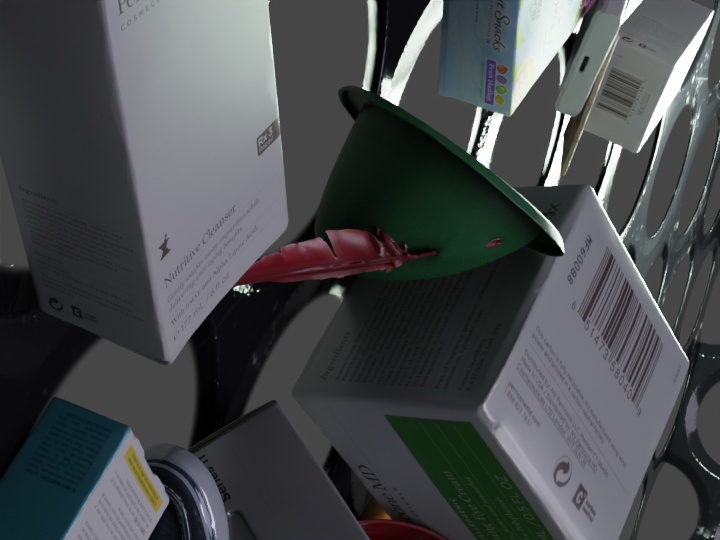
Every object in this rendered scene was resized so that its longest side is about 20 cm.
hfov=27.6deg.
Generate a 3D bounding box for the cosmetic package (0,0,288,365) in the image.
[{"bbox_3d":[-0.097,-0.074,0.642,0.113,0.081,0.201,-52,153,-37],"label":"cosmetic package"}]

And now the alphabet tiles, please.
[{"bbox_3d":[0.223,-0.199,1.352,0.167,0.007,0.201,-63,172,-70],"label":"alphabet tiles"}]

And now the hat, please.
[{"bbox_3d":[0.000,0.000,0.910,0.177,0.199,0.166,-55,-164,-4],"label":"hat"}]

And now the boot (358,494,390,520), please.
[{"bbox_3d":[0.043,0.181,1.223,0.144,0.070,0.203,-26,135,-63],"label":"boot"}]

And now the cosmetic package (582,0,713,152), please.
[{"bbox_3d":[0.291,-0.208,1.494,0.200,0.071,0.102,-48,160,-55],"label":"cosmetic package"}]

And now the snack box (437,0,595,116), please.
[{"bbox_3d":[0.129,-0.240,1.096,0.200,0.067,0.170,-51,152,-41],"label":"snack box"}]

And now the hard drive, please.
[{"bbox_3d":[0.222,-0.251,1.298,0.132,0.026,0.201,107,4,-57],"label":"hard drive"}]

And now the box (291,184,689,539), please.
[{"bbox_3d":[0.098,0.075,1.051,0.199,0.170,0.201,54,54,-35],"label":"box"}]

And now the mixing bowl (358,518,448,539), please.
[{"bbox_3d":[0.002,0.284,1.086,0.201,0.199,0.108,-67,-172,-12],"label":"mixing bowl"}]

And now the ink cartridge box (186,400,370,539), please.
[{"bbox_3d":[-0.032,0.193,0.915,0.083,0.147,0.200,-32,149,-9],"label":"ink cartridge box"}]

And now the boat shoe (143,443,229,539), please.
[{"bbox_3d":[-0.128,0.198,0.799,0.091,0.070,0.202,-37,143,-63],"label":"boat shoe"}]

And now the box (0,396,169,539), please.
[{"bbox_3d":[-0.169,0.168,0.705,0.201,0.049,0.083,-61,156,-28],"label":"box"}]
